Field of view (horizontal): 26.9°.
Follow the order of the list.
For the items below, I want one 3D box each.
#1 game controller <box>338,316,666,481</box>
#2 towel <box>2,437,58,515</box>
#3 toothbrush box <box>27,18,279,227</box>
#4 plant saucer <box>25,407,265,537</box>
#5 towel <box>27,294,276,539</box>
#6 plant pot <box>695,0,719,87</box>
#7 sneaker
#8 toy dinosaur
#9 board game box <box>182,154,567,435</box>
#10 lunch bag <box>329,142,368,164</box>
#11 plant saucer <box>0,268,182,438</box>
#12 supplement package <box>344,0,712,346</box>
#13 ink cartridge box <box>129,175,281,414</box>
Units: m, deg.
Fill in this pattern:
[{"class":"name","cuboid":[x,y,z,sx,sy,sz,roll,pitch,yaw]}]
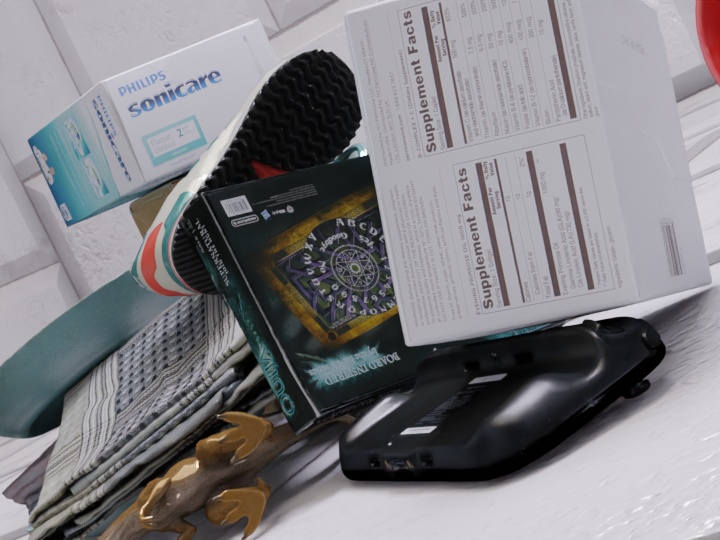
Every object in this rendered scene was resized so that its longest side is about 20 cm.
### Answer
[{"class":"game controller","cuboid":[0.058,0.063,0.700,0.104,0.042,0.200,-43,9,-21]},{"class":"towel","cuboid":[-0.146,0.086,1.070,0.200,0.032,0.191,-37,5,10]},{"class":"toothbrush box","cuboid":[-0.160,-0.114,1.197,0.146,0.086,0.200,-27,4,-29]},{"class":"plant saucer","cuboid":[-0.124,0.121,0.980,0.201,0.039,0.201,-36,3,2]},{"class":"towel","cuboid":[-0.119,0.066,0.896,0.192,0.035,0.200,-36,20,12]},{"class":"plant pot","cuboid":[0.446,-0.247,1.404,0.177,0.201,0.200,-16,-3,-34]},{"class":"sneaker","cuboid":[-0.077,-0.062,0.945,0.093,0.070,0.200,-12,38,51]},{"class":"toy dinosaur","cuboid":[-0.067,0.102,0.793,0.200,0.061,0.106,-27,2,-25]},{"class":"board game box","cuboid":[0.013,0.001,0.840,0.200,0.136,0.028,-16,-17,-41]},{"class":"lunch bag","cuboid":[0.000,0.000,0.993,0.077,0.161,0.200,12,-11,-16]},{"class":"plant saucer","cuboid":[-0.187,0.060,1.060,0.200,0.036,0.200,-38,-7,-6]},{"class":"supplement package","cuboid":[0.090,-0.053,0.743,0.111,0.156,0.200,-12,-3,22]},{"class":"ink cartridge box","cuboid":[-0.072,-0.001,1.242,0.165,0.200,0.075,-28,5,-40]}]
